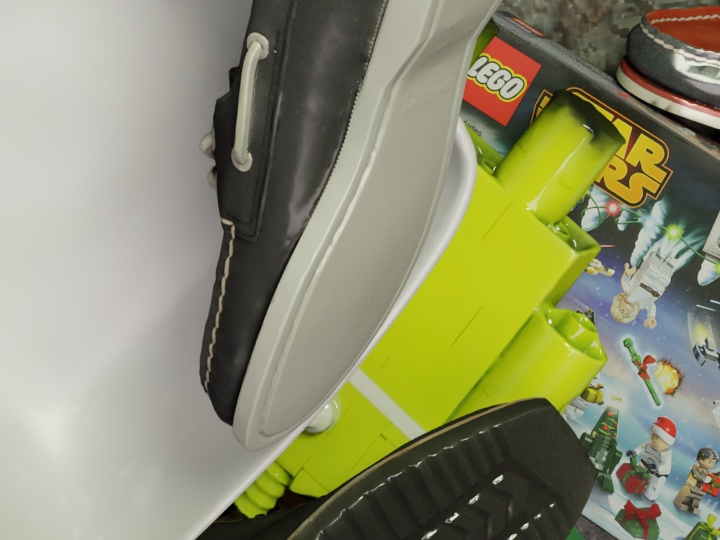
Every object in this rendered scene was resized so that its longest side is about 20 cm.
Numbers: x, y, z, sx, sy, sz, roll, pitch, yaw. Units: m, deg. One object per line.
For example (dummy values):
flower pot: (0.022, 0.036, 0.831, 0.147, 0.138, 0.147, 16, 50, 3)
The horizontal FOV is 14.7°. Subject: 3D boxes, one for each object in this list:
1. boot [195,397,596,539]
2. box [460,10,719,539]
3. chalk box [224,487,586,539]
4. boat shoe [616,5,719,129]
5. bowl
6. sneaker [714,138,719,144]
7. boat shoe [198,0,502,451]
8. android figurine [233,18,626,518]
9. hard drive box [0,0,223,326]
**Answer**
boot: (-0.028, 0.093, 0.974, 0.200, 0.138, 0.078, -35, 120, -7)
box: (0.095, 0.014, 1.010, 0.200, 0.040, 0.137, 33, 103, 16)
chalk box: (-0.001, 0.154, 1.058, 0.200, 0.124, 0.125, -37, 116, 4)
boat shoe: (0.190, -0.089, 1.030, 0.199, 0.071, 0.063, -2, 123, -16)
bowl: (-0.091, -0.028, 0.824, 0.200, 0.075, 0.200, 38, 98, -23)
sneaker: (0.170, -0.012, 1.058, 0.199, 0.078, 0.100, -2, 108, -12)
boat shoe: (-0.011, -0.043, 0.765, 0.060, 0.074, 0.201, 30, 122, 19)
android figurine: (0.000, 0.000, 1.003, 0.182, 0.041, 0.200, 44, 108, 12)
hard drive box: (-0.135, -0.084, 0.918, 0.200, 0.156, 0.077, 32, 102, -21)
